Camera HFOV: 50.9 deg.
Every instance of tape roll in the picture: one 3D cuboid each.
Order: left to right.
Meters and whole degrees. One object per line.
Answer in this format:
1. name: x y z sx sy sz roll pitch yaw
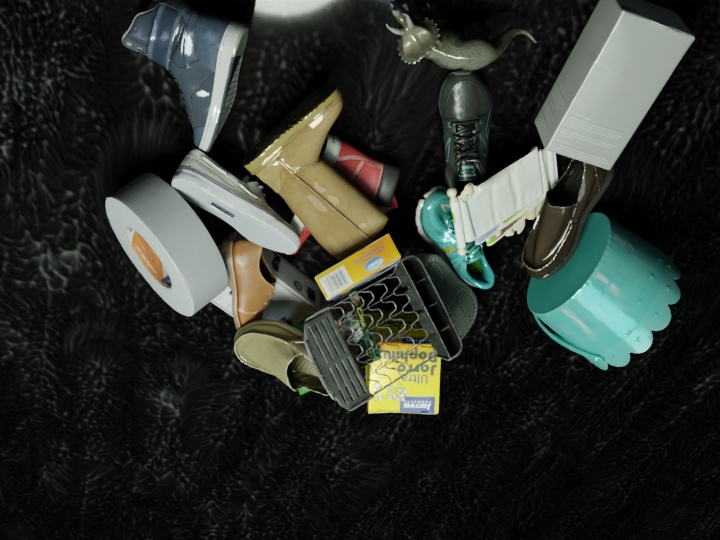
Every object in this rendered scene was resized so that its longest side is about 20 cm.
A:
1. tape roll: -0.275 -0.035 1.072 0.199 0.066 0.202 38 151 25

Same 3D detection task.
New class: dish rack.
1. dish rack: 0.026 0.090 1.039 0.198 0.155 0.054 -28 178 -21

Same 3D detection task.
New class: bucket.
1. bucket: 0.352 0.025 1.120 0.134 0.208 0.208 34 123 -12

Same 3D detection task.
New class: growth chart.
1. growth chart: 0.206 -0.099 1.064 0.198 0.018 0.146 -30 138 -18

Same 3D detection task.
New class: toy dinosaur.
1. toy dinosaur: 0.118 -0.275 0.928 0.196 0.103 0.078 14 130 -10

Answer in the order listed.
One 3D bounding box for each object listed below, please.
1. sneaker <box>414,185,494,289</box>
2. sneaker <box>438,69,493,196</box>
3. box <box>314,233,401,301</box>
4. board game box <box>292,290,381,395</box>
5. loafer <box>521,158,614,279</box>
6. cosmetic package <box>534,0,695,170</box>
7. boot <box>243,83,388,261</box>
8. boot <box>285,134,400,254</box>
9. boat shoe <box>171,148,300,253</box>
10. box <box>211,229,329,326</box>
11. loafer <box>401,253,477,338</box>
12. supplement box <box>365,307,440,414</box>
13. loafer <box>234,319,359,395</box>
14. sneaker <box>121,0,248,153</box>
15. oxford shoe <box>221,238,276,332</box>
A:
1. sneaker: 0.147 -0.047 1.124 0.078 0.079 0.201 -46 130 -10
2. sneaker: 0.149 -0.173 1.031 0.074 0.080 0.202 -7 129 6
3. box: 0.000 0.000 1.107 0.118 0.200 0.042 -31 85 1
4. board game box: -0.051 0.113 1.144 0.023 0.106 0.199 -16 170 -42
5. loafer: 0.282 -0.084 1.084 0.071 0.073 0.203 12 110 -39
6. cosmetic package: 0.318 -0.242 0.970 0.105 0.091 0.202 16 126 -13
7. boot: -0.033 -0.127 1.012 0.174 0.067 0.200 -34 120 26
8. boot: -0.027 -0.086 1.110 0.142 0.073 0.201 21 124 -19
9. boat shoe: -0.160 -0.098 1.044 0.198 0.071 0.071 31 152 -20
10. box: -0.155 0.033 1.213 0.199 0.061 0.116 37 121 -28
11. loafer: 0.121 0.034 1.168 0.075 0.069 0.201 -50 135 -16
12. supplement box: 0.063 0.137 1.195 0.107 0.200 0.112 1 102 -1
13. loafer: -0.101 0.126 1.084 0.196 0.068 0.077 9 119 19
14. sneaker: -0.231 -0.252 0.967 0.144 0.078 0.204 20 136 -5
15. oxford shoe: -0.158 0.040 1.135 0.070 0.072 0.202 -5 129 -1
